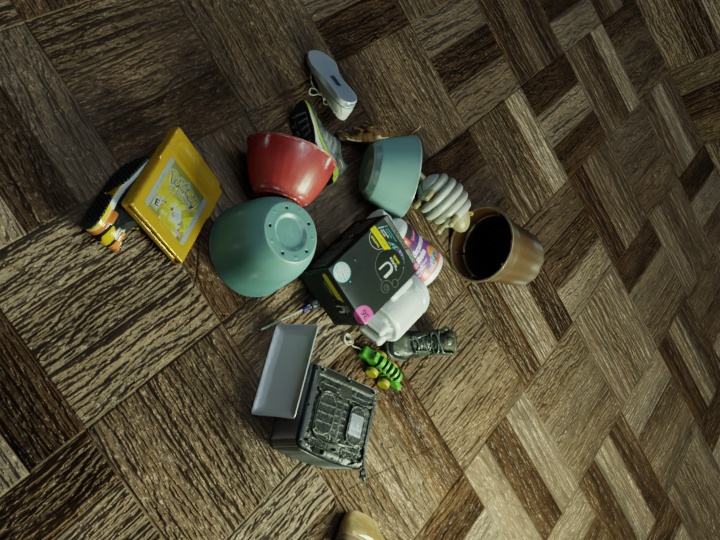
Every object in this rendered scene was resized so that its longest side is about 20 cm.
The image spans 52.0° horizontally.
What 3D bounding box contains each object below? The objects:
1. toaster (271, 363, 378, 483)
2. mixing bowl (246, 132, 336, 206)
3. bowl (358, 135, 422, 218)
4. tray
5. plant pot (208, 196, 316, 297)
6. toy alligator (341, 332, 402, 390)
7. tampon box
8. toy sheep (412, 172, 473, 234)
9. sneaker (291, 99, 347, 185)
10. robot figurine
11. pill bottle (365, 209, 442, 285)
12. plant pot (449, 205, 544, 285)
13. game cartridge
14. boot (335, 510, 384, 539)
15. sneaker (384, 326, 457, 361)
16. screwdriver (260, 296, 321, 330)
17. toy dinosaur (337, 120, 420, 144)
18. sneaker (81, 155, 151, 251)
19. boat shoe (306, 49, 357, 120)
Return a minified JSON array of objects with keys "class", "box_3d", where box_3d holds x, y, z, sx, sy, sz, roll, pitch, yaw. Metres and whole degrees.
[{"class":"toaster","box_3d":[-0.070,0.315,1.525,0.180,0.118,0.202,28,61,-30]},{"class":"mixing bowl","box_3d":[-0.159,-0.197,1.552,0.199,0.199,0.109,23,75,-33]},{"class":"bowl","box_3d":[0.062,-0.233,1.755,0.104,0.201,0.203,11,70,-16]},{"class":"tray","box_3d":[-0.150,0.205,1.508,0.022,0.106,0.202,48,49,-50]},{"class":"plant pot","box_3d":[-0.184,-0.059,1.505,0.199,0.160,0.203,11,71,-36]},{"class":"toy alligator","box_3d":[0.038,0.208,1.686,0.200,0.054,0.060,46,53,-21]},{"class":"tampon box","box_3d":[0.000,0.000,1.612,0.200,0.126,0.150,-45,110,-29]},{"class":"toy sheep","box_3d":[0.207,-0.179,1.885,0.200,0.138,0.138,49,53,-11]},{"class":"sneaker","box_3d":[-0.094,-0.302,1.714,0.081,0.073,0.202,-36,109,-46]},{"class":"robot figurine","box_3d":[0.082,0.082,1.699,0.113,0.170,0.200,38,57,15]},{"class":"pill bottle","box_3d":[0.094,-0.054,1.766,0.200,0.111,0.112,39,57,-25]},{"class":"plant pot","box_3d":[0.372,-0.049,1.954,0.197,0.199,0.202,16,68,-44]},{"class":"game cartridge","box_3d":[-0.355,-0.145,1.428,0.177,0.032,0.201,57,46,-44]},{"class":"boot","box_3d":[0.038,0.580,1.580,0.199,0.073,0.076,37,47,-23]},{"class":"sneaker","box_3d":[0.154,0.170,1.755,0.198,0.114,0.077,3,74,-37]},{"class":"screwdriver","box_3d":[-0.138,0.094,1.592,0.199,0.028,0.029,-31,127,-38]},{"class":"toy dinosaur","box_3d":[0.043,-0.326,1.796,0.198,0.106,0.061,-7,115,-3]},{"class":"sneaker","box_3d":[-0.437,-0.125,1.386,0.090,0.069,0.201,57,45,-38]},{"class":"boat shoe","box_3d":[-0.078,-0.433,1.755,0.074,0.086,0.203,-14,58,-36]}]
